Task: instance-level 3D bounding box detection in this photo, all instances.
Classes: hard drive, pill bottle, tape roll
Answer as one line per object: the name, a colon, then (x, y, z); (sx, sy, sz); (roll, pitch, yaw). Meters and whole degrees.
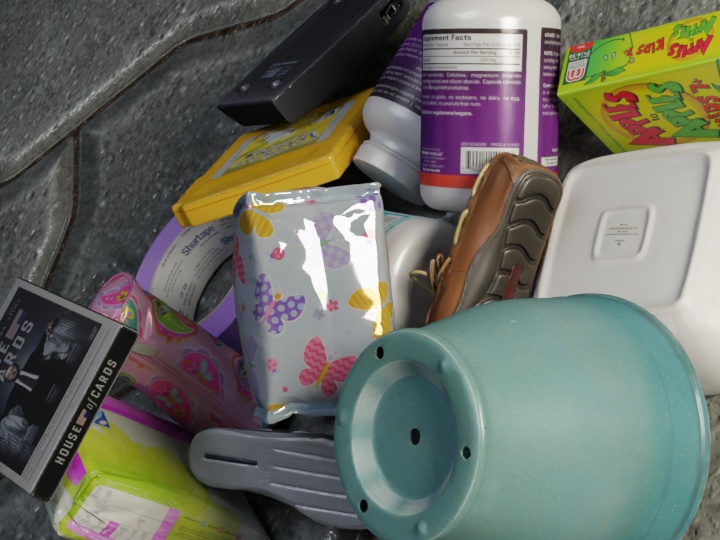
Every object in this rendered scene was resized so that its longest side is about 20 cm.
hard drive: (-0.044, -0.220, 1.364); (0.200, 0.042, 0.135); (-47, 26, -22)
pill bottle: (0.106, -0.150, 1.090); (0.112, 0.112, 0.201); (9, 101, 48)
pill bottle: (0.077, -0.163, 1.206); (0.112, 0.112, 0.201); (26, 81, 51)
pill bottle: (0.000, 0.000, 1.164); (0.200, 0.111, 0.111); (13, 71, 49)
tape roll: (-0.141, 0.014, 1.332); (0.200, 0.066, 0.201); (-26, 47, 31)

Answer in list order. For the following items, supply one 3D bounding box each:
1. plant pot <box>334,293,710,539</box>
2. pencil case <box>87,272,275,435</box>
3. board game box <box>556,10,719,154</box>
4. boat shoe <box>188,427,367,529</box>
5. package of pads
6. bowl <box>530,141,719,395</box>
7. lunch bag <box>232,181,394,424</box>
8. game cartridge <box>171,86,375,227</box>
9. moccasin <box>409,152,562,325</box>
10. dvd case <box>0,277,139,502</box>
plant pot: (0.092, 0.111, 0.877); (0.199, 0.187, 0.201); (-6, 82, 48)
pencil case: (-0.161, 0.087, 1.188); (0.087, 0.200, 0.088); (-37, 28, 24)
board game box: (0.262, -0.143, 1.013); (0.199, 0.101, 0.048); (-8, 57, 42)
boat shoe: (-0.046, 0.162, 1.118); (0.199, 0.071, 0.073); (12, 98, 25)
package of pads: (-0.184, 0.182, 1.141); (0.068, 0.200, 0.155); (-53, 39, 11)
bowl: (0.212, -0.010, 0.989); (0.199, 0.075, 0.201); (-3, 61, 42)
lunch bag: (-0.036, 0.025, 1.025); (0.200, 0.126, 0.171); (155, 109, -78)
game cartridge: (-0.074, -0.110, 1.283); (0.175, 0.033, 0.200); (-17, 18, 22)
moccasin: (0.085, 0.007, 1.020); (0.078, 0.073, 0.202); (32, 110, 58)
dvd case: (-0.274, 0.093, 1.116); (0.200, 0.025, 0.151); (16, 76, 50)
